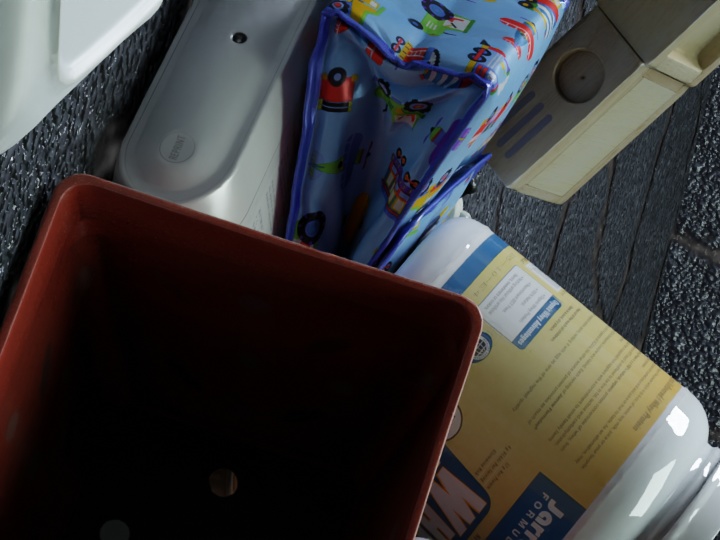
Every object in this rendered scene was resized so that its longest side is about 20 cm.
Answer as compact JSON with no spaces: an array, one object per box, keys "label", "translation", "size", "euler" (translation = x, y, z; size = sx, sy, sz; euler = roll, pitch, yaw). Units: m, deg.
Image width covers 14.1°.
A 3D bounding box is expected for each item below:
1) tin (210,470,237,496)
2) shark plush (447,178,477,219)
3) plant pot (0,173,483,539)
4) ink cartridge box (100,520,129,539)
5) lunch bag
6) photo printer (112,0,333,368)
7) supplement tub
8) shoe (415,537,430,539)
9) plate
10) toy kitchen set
[{"label":"tin","translation":[-0.065,0.044,1.602],"size":[0.112,0.042,0.201],"euler":[-53,153,-52]},{"label":"shark plush","translation":[0.029,-0.017,1.730],"size":[0.083,0.091,0.200],"euler":[-46,-166,-21]},{"label":"plant pot","translation":[-0.073,0.107,1.319],"size":[0.176,0.199,0.201],"euler":[100,9,-66]},{"label":"ink cartridge box","translation":[-0.064,0.207,1.518],"size":[0.200,0.145,0.083],"euler":[77,31,-63]},{"label":"lunch bag","translation":[0.012,-0.049,1.457],"size":[0.201,0.094,0.151],"euler":[-68,171,27]},{"label":"photo printer","translation":[-0.063,-0.049,1.438],"size":[0.167,0.069,0.201],"euler":[86,22,-52]},{"label":"supplement tub","translation":[0.082,0.086,1.452],"size":[0.145,0.200,0.145],"euler":[-51,174,-7]},{"label":"shoe","translation":[0.019,0.221,1.402],"size":[0.201,0.071,0.091],"euler":[96,9,-47]},{"label":"plate","translation":[-0.109,-0.165,1.211],"size":[0.200,0.032,0.201],"euler":[-53,152,-60]},{"label":"toy kitchen set","translation":[0.085,-0.176,1.533],"size":[0.180,0.200,0.163],"euler":[-42,159,16]}]
